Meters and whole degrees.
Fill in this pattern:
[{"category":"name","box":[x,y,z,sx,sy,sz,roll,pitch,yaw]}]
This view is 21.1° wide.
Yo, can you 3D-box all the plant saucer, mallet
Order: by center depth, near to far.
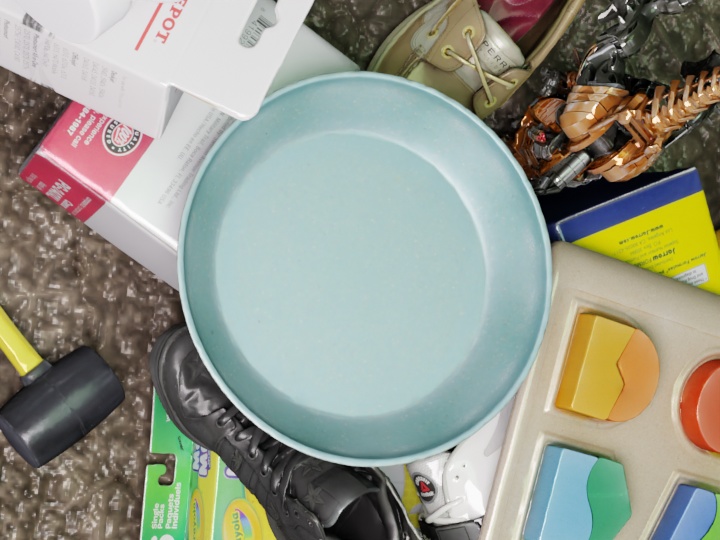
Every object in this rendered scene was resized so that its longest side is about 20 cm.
[{"category":"plant saucer","box":[0.000,0.000,0.984,0.199,0.036,0.201,3,82,-19]},{"category":"mallet","box":[-0.210,0.017,1.007,0.200,0.041,0.066,48,72,-14]}]

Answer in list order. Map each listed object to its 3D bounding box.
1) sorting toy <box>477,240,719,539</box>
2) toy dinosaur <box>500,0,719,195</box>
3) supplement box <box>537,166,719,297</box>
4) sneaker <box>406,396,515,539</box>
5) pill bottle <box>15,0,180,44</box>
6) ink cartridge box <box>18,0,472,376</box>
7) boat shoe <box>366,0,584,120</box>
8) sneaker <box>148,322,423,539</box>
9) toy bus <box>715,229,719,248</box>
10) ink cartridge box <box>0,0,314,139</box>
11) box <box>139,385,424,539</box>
[{"category":"sorting toy","box":[0.161,0.101,1.072,0.185,0.036,0.201,18,80,-29]},{"category":"toy dinosaur","box":[0.153,-0.089,1.101,0.136,0.200,0.102,-49,127,-21]},{"category":"supplement box","box":[0.155,0.050,1.156,0.109,0.109,0.201,-21,100,-26]},{"category":"sneaker","box":[0.060,0.138,1.080,0.088,0.074,0.201,12,75,-26]},{"category":"pill bottle","box":[-0.079,-0.196,0.880,0.200,0.113,0.113,-43,109,-23]},{"category":"ink cartridge box","box":[-0.058,-0.054,1.036,0.200,0.083,0.145,37,73,-10]},{"category":"boat shoe","box":[0.068,-0.132,1.133,0.074,0.066,0.200,43,73,-22]},{"category":"sneaker","box":[-0.025,0.108,1.011,0.060,0.104,0.200,-42,108,-22]},{"category":"toy bus","box":[0.324,-0.010,1.247,0.200,0.136,0.193,-7,77,-30]},{"category":"ink cartridge box","box":[-0.125,-0.146,0.949,0.200,0.067,0.116,26,67,-1]},{"category":"box","box":[-0.026,0.117,1.095,0.199,0.048,0.118,5,87,-26]}]
